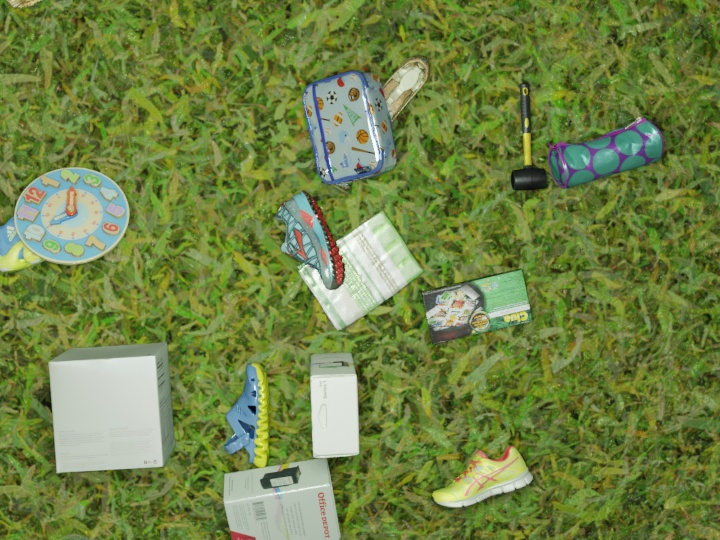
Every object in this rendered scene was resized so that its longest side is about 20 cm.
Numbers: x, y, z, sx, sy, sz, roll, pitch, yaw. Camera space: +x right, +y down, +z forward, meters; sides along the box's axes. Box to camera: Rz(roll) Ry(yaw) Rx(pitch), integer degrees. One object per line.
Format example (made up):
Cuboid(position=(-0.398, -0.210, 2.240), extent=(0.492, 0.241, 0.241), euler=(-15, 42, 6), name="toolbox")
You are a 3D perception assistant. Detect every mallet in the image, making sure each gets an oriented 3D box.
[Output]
Cuboid(position=(0.323, -0.250, 1.713), extent=(0.065, 0.041, 0.201), euler=(4, 91, -2), name="mallet")

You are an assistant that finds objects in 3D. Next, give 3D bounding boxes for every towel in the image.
Cuboid(position=(0.000, 0.000, 1.724), extent=(0.199, 0.031, 0.150), euler=(-34, 98, -2), name="towel")

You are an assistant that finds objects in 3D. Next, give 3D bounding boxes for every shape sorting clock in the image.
Cuboid(position=(-0.517, -0.102, 1.633), extent=(0.199, 0.039, 0.201), euler=(3, 60, -5), name="shape sorting clock")

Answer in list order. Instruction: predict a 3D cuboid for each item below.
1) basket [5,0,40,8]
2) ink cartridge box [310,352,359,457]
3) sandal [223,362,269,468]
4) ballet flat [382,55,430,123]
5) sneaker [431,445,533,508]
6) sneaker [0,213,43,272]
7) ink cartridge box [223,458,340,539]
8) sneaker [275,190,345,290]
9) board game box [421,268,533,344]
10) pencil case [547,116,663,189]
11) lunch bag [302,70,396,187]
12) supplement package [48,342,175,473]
Cuboid(position=(-0.583, -0.577, 1.619), extent=(0.200, 0.149, 0.143), euler=(-43, 129, 1), name="basket")
Cuboid(position=(-0.048, 0.240, 1.653), extent=(0.083, 0.200, 0.146), euler=(-2, 96, -2), name="ink cartridge box")
Cuboid(position=(-0.213, 0.273, 1.711), extent=(0.086, 0.079, 0.201), euler=(2, 94, 1), name="sandal")
Cuboid(position=(0.055, -0.316, 1.676), extent=(0.070, 0.065, 0.200), euler=(37, 93, -7), name="ballet flat")
Cuboid(position=(0.225, 0.394, 1.751), extent=(0.199, 0.078, 0.091), euler=(-18, 88, -7), name="sneaker")
Cuboid(position=(-0.579, -0.068, 1.658), extent=(0.199, 0.076, 0.106), euler=(-16, 95, -1), name="sneaker")
Cuboid(position=(-0.145, 0.445, 1.703), extent=(0.199, 0.083, 0.147), euler=(-9, 118, -3), name="ink cartridge box")
Cuboid(position=(-0.095, -0.043, 1.676), extent=(0.095, 0.079, 0.201), euler=(-28, 67, 12), name="sneaker")
Cuboid(position=(0.222, 0.069, 1.741), extent=(0.199, 0.023, 0.105), euler=(-12, 94, -1), name="board game box")
Cuboid(position=(0.454, -0.220, 1.697), extent=(0.199, 0.085, 0.093), euler=(-18, 112, -2), name="pencil case")
Cuboid(position=(-0.024, -0.253, 1.649), extent=(0.159, 0.075, 0.201), euler=(-8, 95, 33), name="lunch bag")
Cuboid(position=(-0.447, 0.245, 1.657), extent=(0.190, 0.147, 0.201), euler=(-3, 95, -3), name="supplement package")
